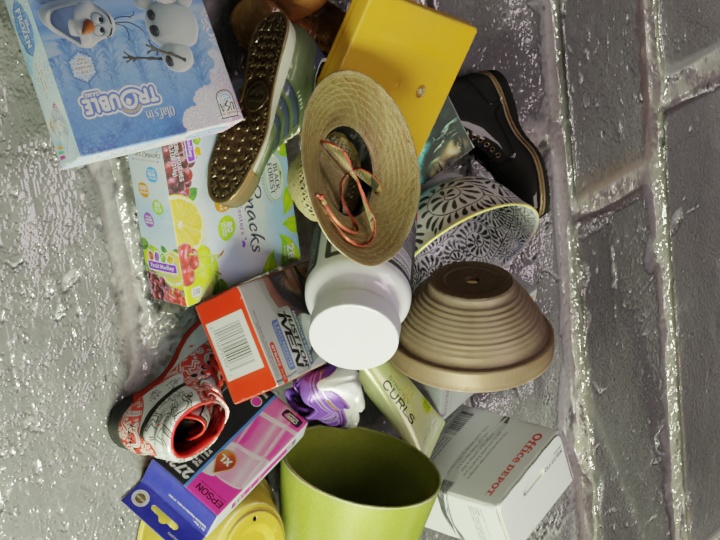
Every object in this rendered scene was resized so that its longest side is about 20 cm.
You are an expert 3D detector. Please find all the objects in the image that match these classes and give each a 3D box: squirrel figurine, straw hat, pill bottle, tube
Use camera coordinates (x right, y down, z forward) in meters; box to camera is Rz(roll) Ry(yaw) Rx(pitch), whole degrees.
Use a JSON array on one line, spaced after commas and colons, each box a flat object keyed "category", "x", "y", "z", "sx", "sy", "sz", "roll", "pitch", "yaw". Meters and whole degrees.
[{"category": "squirrel figurine", "x": -0.048, "y": -0.308, "z": 1.603, "sx": 0.186, "sy": 0.140, "sz": 0.203, "roll": -9, "pitch": 118, "yaw": -57}, {"category": "straw hat", "x": -0.029, "y": -0.097, "z": 1.533, "sx": 0.200, "sy": 0.084, "sz": 0.204, "roll": 17, "pitch": 67, "yaw": -47}, {"category": "pill bottle", "x": 0.000, "y": 0.000, "z": 1.593, "sx": 0.116, "sy": 0.114, "sz": 0.202, "roll": 57, "pitch": 26, "yaw": -37}, {"category": "tube", "x": 0.032, "y": 0.134, "z": 1.766, "sx": 0.058, "sy": 0.052, "sz": 0.201, "roll": -40, "pitch": 109, "yaw": -7}]

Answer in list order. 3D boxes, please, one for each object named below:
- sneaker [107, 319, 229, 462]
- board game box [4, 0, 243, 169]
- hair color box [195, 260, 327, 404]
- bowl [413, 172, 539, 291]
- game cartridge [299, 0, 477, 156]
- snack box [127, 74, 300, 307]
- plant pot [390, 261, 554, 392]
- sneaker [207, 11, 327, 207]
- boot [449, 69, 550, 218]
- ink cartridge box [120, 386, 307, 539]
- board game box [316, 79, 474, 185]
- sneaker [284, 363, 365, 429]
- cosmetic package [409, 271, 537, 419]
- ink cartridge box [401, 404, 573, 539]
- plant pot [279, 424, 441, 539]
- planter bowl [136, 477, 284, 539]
[{"category": "sneaker", "x": -0.161, "y": 0.121, "z": 1.553, "sx": 0.201, "sy": 0.107, "sz": 0.068, "roll": -45, "pitch": 128, "yaw": -32}, {"category": "board game box", "x": -0.225, "y": -0.214, "z": 1.414, "sx": 0.199, "sy": 0.043, "sz": 0.202, "roll": -19, "pitch": 90, "yaw": -43}, {"category": "hair color box", "x": -0.083, "y": 0.059, "z": 1.593, "sx": 0.200, "sy": 0.063, "sz": 0.112, "roll": -23, "pitch": 90, "yaw": -64}, {"category": "bowl", "x": 0.108, "y": -0.054, "z": 1.801, "sx": 0.199, "sy": 0.201, "sz": 0.095, "roll": 0, "pitch": 53, "yaw": -47}, {"category": "game cartridge", "x": 0.029, "y": -0.209, "z": 1.629, "sx": 0.199, "sy": 0.032, "sz": 0.178, "roll": 9, "pitch": 111, "yaw": -52}, {"category": "snack box", "x": -0.152, "y": -0.087, "z": 1.553, "sx": 0.168, "sy": 0.067, "sz": 0.203, "roll": -23, "pitch": 115, "yaw": -43}, {"category": "plant pot", "x": 0.129, "y": 0.052, "z": 1.740, "sx": 0.200, "sy": 0.199, "sz": 0.094, "roll": -27, "pitch": 128, "yaw": -41}, {"category": "sneaker", "x": -0.085, "y": -0.151, "z": 1.517, "sx": 0.089, "sy": 0.067, "sz": 0.203, "roll": 24, "pitch": 81, "yaw": -50}, {"category": "boot", "x": 0.142, "y": -0.145, "z": 1.832, "sx": 0.137, "sy": 0.077, "sz": 0.202, "roll": -11, "pitch": 70, "yaw": -41}, {"category": "ink cartridge box", "x": -0.153, "y": 0.202, "z": 1.590, "sx": 0.200, "sy": 0.094, "sz": 0.037, "roll": -45, "pitch": 166, "yaw": -31}, {"category": "board game box", "x": 0.036, "y": -0.184, "z": 1.723, "sx": 0.135, "sy": 0.028, "sz": 0.201, "roll": -35, "pitch": 123, "yaw": -6}, {"category": "sneaker", "x": -0.045, "y": 0.135, "z": 1.666, "sx": 0.082, "sy": 0.200, "sz": 0.082, "roll": -10, "pitch": 76, "yaw": -6}, {"category": "cosmetic package", "x": 0.134, "y": 0.091, "z": 1.878, "sx": 0.199, "sy": 0.071, "sz": 0.102, "roll": -36, "pitch": 144, "yaw": -37}, {"category": "ink cartridge box", "x": 0.140, "y": 0.251, "z": 1.840, "sx": 0.144, "sy": 0.198, "sz": 0.084, "roll": -44, "pitch": 126, "yaw": -32}, {"category": "plant pot", "x": -0.019, "y": 0.310, "z": 1.716, "sx": 0.186, "sy": 0.186, "sz": 0.203, "roll": -10, "pitch": 120, "yaw": -46}, {"category": "planter bowl", "x": -0.142, "y": 0.297, "z": 1.626, "sx": 0.199, "sy": 0.083, "sz": 0.204, "roll": -11, "pitch": 105, "yaw": -45}]
